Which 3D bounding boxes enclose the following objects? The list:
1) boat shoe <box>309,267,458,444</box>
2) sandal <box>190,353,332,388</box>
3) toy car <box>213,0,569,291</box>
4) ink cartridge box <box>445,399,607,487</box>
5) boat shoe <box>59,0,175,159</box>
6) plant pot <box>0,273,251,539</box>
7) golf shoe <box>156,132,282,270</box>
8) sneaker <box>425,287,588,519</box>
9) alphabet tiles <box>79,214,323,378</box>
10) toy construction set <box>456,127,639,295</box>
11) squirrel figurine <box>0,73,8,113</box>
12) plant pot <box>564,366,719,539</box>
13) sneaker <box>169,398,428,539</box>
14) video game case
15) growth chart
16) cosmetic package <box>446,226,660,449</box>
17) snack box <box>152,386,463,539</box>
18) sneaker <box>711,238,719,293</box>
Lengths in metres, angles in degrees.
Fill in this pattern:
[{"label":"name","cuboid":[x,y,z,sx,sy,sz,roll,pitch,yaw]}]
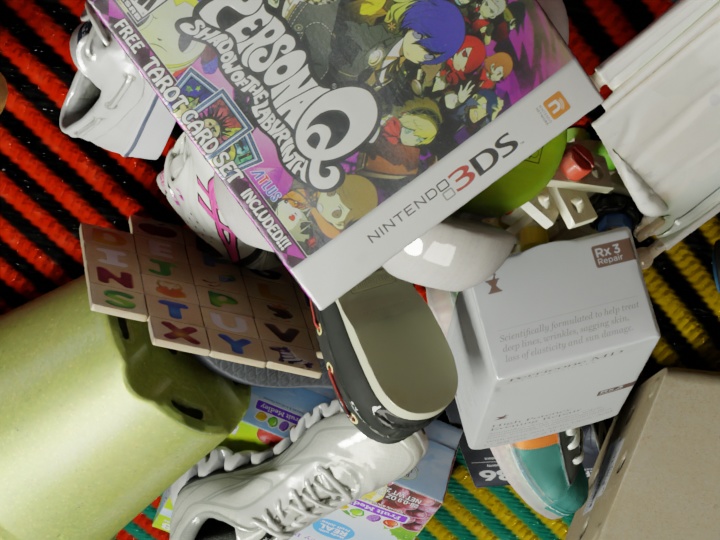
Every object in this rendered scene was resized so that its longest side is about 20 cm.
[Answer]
[{"label":"boat shoe","cuboid":[-0.003,0.000,1.558,0.073,0.202,0.063,-8,161,-27]},{"label":"sandal","cuboid":[-0.043,0.044,1.753,0.199,0.076,0.043,19,172,-34]},{"label":"toy car","cuboid":[0.008,-0.091,1.463,0.199,0.176,0.150,12,-175,-15]},{"label":"ink cartridge box","cuboid":[0.117,0.106,1.890,0.099,0.039,0.200,-5,150,12]},{"label":"boat shoe","cuboid":[-0.124,-0.120,1.480,0.065,0.074,0.200,6,148,-12]},{"label":"plant pot","cuboid":[-0.177,0.087,1.755,0.184,0.201,0.200,-32,136,29]},{"label":"golf shoe","cuboid":[-0.081,-0.054,1.591,0.092,0.073,0.200,-2,151,13]},{"label":"sneaker","cuboid":[0.116,0.075,1.756,0.080,0.072,0.200,-19,121,16]},{"label":"alphabet tiles","cuboid":[-0.083,0.013,1.623,0.166,0.200,0.006,12,109,-13]},{"label":"toy construction set","cuboid":[0.086,-0.041,1.594,0.131,0.093,0.200,23,155,-28]},{"label":"squirrel figurine","cuboid":[-0.289,-0.078,1.451,0.199,0.188,0.142,12,149,-16]},{"label":"plant pot","cuboid":[0.242,0.169,1.813,0.176,0.201,0.200,24,166,-3]},{"label":"sneaker","cuboid":[-0.043,0.145,1.785,0.199,0.081,0.075,-23,120,28]},{"label":"video game case","cuboid":[-0.006,-0.111,1.349,0.181,0.036,0.200,-36,109,1]},{"label":"growth chart","cuboid":[0.191,-0.090,1.500,0.144,0.018,0.200,-35,145,-3]},{"label":"cosmetic package","cuboid":[0.109,0.044,1.606,0.101,0.074,0.200,-14,167,-4]},{"label":"snack box","cuboid":[-0.040,0.147,1.913,0.168,0.068,0.200,22,148,-5]},{"label":"sneaker","cuboid":[0.307,0.027,1.699,0.082,0.074,0.200,-26,141,37]}]
